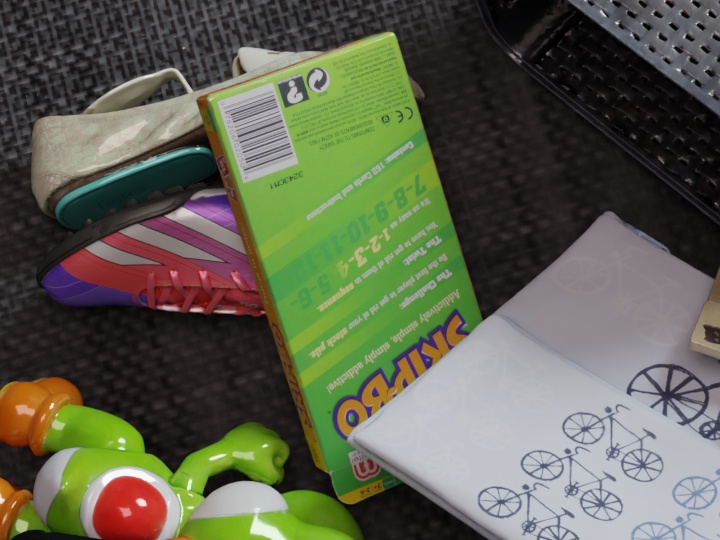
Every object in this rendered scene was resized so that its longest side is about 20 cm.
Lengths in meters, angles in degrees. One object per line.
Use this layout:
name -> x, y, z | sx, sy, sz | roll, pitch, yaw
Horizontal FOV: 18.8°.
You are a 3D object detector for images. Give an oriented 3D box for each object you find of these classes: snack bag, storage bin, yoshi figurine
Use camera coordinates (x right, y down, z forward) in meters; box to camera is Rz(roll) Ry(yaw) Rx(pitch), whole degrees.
snack bag -> 0.126, 0.063, 0.963 | 0.188, 0.021, 0.200 | 31, 53, 30
storage bin -> 0.147, -0.115, 1.000 | 0.094, 0.135, 0.200 | -45, 62, -7
yoshi figurine -> -0.080, 0.121, 1.012 | 0.199, 0.113, 0.112 | 18, 39, 23

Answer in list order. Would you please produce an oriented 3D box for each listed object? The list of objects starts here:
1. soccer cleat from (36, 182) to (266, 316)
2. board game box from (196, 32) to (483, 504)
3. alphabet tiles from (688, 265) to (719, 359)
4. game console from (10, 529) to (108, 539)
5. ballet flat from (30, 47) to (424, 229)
soccer cleat -> -0.056, -0.006, 1.045 | 0.199, 0.068, 0.074 | -15, 79, -2
board game box -> 0.000, 0.000, 1.006 | 0.095, 0.030, 0.201 | -21, 98, -16
alphabet tiles -> 0.253, 0.039, 0.981 | 0.199, 0.006, 0.167 | 20, 39, 9
game console -> -0.076, 0.217, 0.924 | 0.199, 0.116, 0.177 | 1, 68, 40
ballet flat -> -0.070, -0.079, 1.066 | 0.199, 0.068, 0.063 | -16, 65, 0
